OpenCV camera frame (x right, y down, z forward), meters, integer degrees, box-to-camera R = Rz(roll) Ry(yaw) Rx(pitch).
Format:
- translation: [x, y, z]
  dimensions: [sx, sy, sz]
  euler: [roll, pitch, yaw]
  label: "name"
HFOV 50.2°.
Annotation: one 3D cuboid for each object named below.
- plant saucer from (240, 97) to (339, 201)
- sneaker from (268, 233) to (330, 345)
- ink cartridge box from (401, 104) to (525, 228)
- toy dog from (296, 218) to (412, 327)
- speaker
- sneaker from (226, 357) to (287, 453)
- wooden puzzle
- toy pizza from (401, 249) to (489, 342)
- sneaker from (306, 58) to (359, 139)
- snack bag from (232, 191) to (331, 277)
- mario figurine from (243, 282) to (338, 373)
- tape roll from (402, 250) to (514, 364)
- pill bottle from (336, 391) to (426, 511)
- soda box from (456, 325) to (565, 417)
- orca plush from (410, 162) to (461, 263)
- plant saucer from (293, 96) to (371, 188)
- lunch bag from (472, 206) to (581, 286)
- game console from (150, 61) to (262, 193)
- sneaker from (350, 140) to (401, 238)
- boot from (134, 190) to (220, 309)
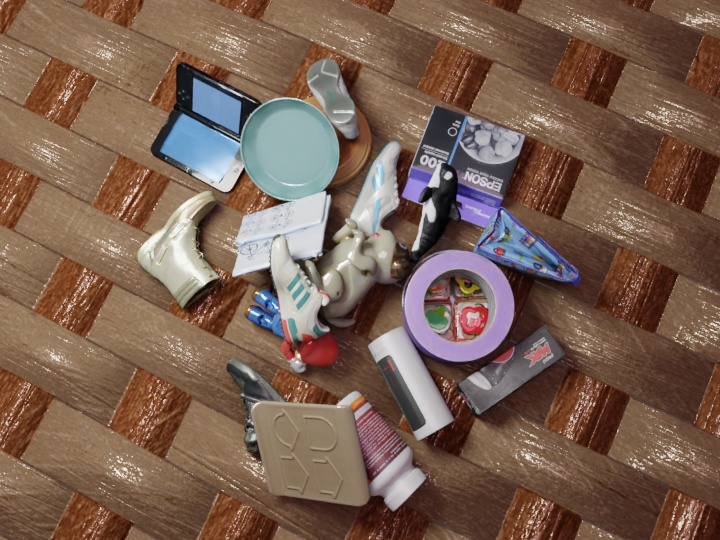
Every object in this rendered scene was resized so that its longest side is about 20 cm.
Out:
- translation: [-0.135, -0.237, 1.501]
  dimensions: [0.198, 0.036, 0.202]
  euler: [3, 110, 9]
  label: "plant saucer"
- translation: [-0.102, 0.029, 1.340]
  dimensions: [0.092, 0.070, 0.202]
  euler: [-9, 105, 0]
  label: "sneaker"
- translation: [0.204, -0.208, 1.536]
  dimensions: [0.196, 0.043, 0.202]
  euler: [20, 79, 6]
  label: "ink cartridge box"
- translation: [0.000, 0.000, 1.441]
  dimensions: [0.199, 0.139, 0.195]
  euler: [-25, 104, -9]
  label: "toy dog"
- translation: [0.093, 0.206, 1.419]
  dimensions: [0.081, 0.081, 0.201]
  euler: [-27, 78, -5]
  label: "speaker"
- translation: [-0.198, 0.258, 1.418]
  dimensions: [0.114, 0.076, 0.200]
  euler: [-42, 84, -14]
  label: "sneaker"
- translation: [-0.083, 0.312, 1.341]
  dimensions: [0.198, 0.046, 0.187]
  euler: [-4, 105, 27]
  label: "wooden puzzle"
- translation: [0.179, 0.056, 1.477]
  dimensions: [0.198, 0.032, 0.202]
  euler: [0, 77, 2]
  label: "toy pizza"
- translation: [-0.054, -0.339, 1.529]
  dimensions: [0.070, 0.080, 0.202]
  euler: [-22, 57, 4]
  label: "sneaker"
- translation: [-0.151, -0.069, 1.444]
  dimensions: [0.187, 0.022, 0.201]
  euler: [-14, 36, 14]
  label: "snack bag"
- translation: [-0.119, 0.109, 1.452]
  dimensions: [0.199, 0.124, 0.106]
  euler: [35, 55, 20]
  label: "mario figurine"
- translation: [0.178, 0.070, 1.414]
  dimensions: [0.198, 0.085, 0.202]
  euler: [0, 81, 1]
  label: "tape roll"
- translation: [0.020, 0.325, 1.375]
  dimensions: [0.113, 0.113, 0.200]
  euler: [-43, 78, -8]
  label: "pill bottle"
- translation: [0.277, 0.187, 1.427]
  dimensions: [0.199, 0.063, 0.071]
  euler: [-33, 78, -7]
  label: "soda box"
- translation: [0.153, -0.104, 1.459]
  dimensions: [0.071, 0.105, 0.201]
  euler: [16, 71, 31]
  label: "orca plush"
- translation: [-0.076, -0.267, 1.562]
  dimensions: [0.198, 0.037, 0.202]
  euler: [-1, 77, 2]
  label: "plant saucer"
- translation: [0.317, -0.024, 1.429]
  dimensions: [0.199, 0.151, 0.095]
  euler: [31, 93, 5]
  label: "lunch bag"
- translation: [-0.311, -0.286, 1.537]
  dimensions: [0.199, 0.173, 0.119]
  euler: [28, 52, 8]
  label: "game console"
- translation: [0.044, -0.157, 1.518]
  dimensions: [0.080, 0.077, 0.202]
  euler: [22, 85, 0]
  label: "sneaker"
- translation: [-0.320, -0.041, 1.498]
  dimensions: [0.155, 0.072, 0.200]
  euler: [44, 87, 11]
  label: "boot"
